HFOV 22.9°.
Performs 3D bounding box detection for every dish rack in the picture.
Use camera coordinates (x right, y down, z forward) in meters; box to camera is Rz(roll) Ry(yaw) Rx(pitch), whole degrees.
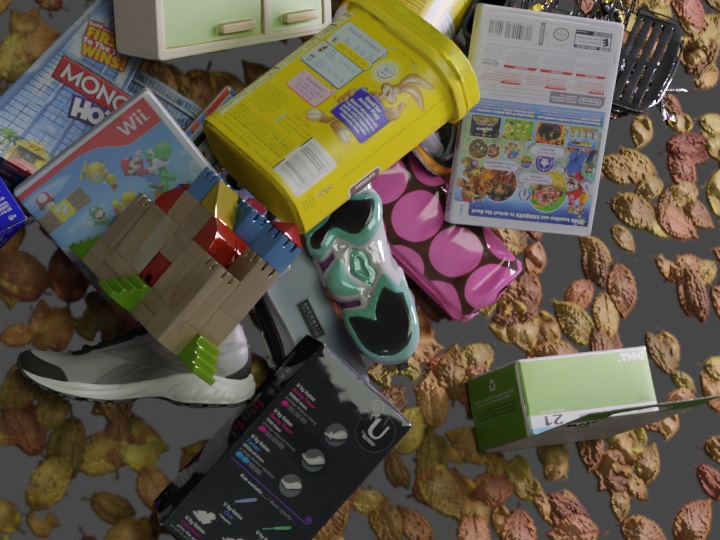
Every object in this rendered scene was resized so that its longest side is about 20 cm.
[{"bbox_3d":[0.209,-0.229,1.705,0.200,0.055,0.153,20,55,11],"label":"dish rack"}]

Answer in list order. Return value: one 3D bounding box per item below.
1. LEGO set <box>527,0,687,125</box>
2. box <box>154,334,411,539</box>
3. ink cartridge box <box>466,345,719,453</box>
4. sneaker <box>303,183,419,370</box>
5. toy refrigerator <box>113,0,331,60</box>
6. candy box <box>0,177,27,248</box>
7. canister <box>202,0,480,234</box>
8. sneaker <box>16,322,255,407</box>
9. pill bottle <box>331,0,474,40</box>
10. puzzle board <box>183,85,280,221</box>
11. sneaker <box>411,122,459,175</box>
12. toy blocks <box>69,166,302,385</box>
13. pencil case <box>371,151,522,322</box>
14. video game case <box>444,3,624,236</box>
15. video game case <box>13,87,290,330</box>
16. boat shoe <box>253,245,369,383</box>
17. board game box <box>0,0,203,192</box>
[{"bbox_3d":[0.223,-0.208,1.775,0.200,0.116,0.154,-7,78,-27],"label":"LEGO set"},{"bbox_3d":[-0.067,0.163,1.490,0.106,0.122,0.200,43,86,-8],"label":"box"},{"bbox_3d":[0.212,0.110,1.628,0.148,0.200,0.076,-4,76,-27],"label":"ink cartridge box"},{"bbox_3d":[0.000,0.000,1.604,0.078,0.140,0.200,-17,77,2],"label":"sneaker"},{"bbox_3d":[-0.119,-0.240,1.585,0.200,0.070,0.076,-16,112,-41],"label":"toy refrigerator"},{"bbox_3d":[-0.373,-0.083,1.428,0.077,0.169,0.200,-32,89,-33],"label":"candy box"},{"bbox_3d":[-0.019,-0.139,1.541,0.200,0.087,0.149,-39,55,-14],"label":"canister"},{"bbox_3d":[-0.188,0.073,1.496,0.200,0.074,0.079,1,93,-4],"label":"sneaker"},{"bbox_3d":[0.041,-0.247,1.704,0.112,0.112,0.200,36,63,-12],"label":"pill bottle"},{"bbox_3d":[-0.133,-0.043,1.579,0.200,0.017,0.151,-51,121,-25],"label":"puzzle board"},{"bbox_3d":[0.093,-0.134,1.668,0.078,0.077,0.200,55,22,24],"label":"sneaker"},{"bbox_3d":[-0.134,-0.016,1.418,0.137,0.200,0.100,-49,131,-1],"label":"toy blocks"},{"bbox_3d":[0.056,-0.037,1.664,0.200,0.091,0.094,41,60,-11],"label":"pencil case"},{"bbox_3d":[0.159,-0.136,1.627,0.143,0.018,0.200,5,100,-18],"label":"video game case"},{"bbox_3d":[-0.174,-0.035,1.501,0.143,0.017,0.200,-37,109,4],"label":"video game case"},{"bbox_3d":[-0.055,0.066,1.589,0.074,0.068,0.199,-31,101,-25],"label":"boat shoe"},{"bbox_3d":[-0.226,-0.139,1.575,0.200,0.062,0.200,30,65,-14],"label":"board game box"}]
